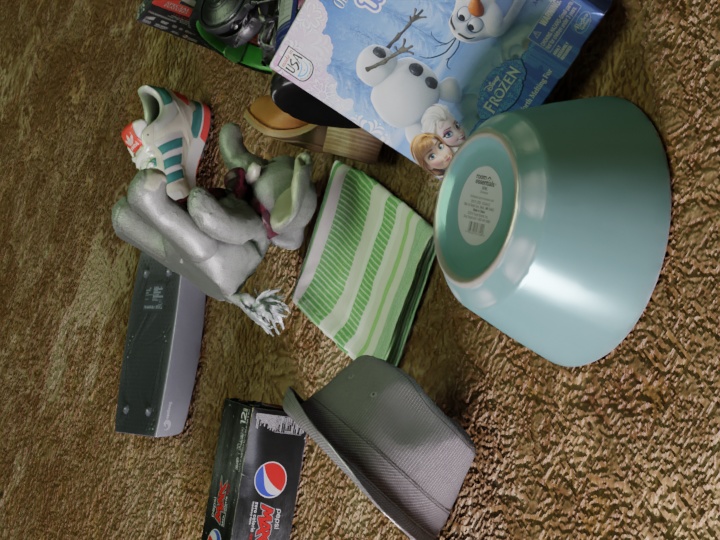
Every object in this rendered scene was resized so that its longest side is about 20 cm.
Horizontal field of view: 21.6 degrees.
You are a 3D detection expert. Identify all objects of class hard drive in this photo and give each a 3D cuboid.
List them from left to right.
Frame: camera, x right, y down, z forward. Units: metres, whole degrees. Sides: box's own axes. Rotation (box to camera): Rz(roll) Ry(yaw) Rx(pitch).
[{"bbox_3d":[-0.214,0.078,2.035,0.135,0.042,0.202,-4,77,62],"label":"hard drive"}]

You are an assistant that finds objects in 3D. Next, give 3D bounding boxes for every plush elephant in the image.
[{"bbox_3d":[-0.110,-0.060,1.742,0.155,0.199,0.165,-53,-1,-17],"label":"plush elephant"}]

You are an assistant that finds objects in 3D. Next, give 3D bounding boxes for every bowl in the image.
[{"bbox_3d":[0.125,-0.036,1.379,0.200,0.104,0.203,-26,60,56],"label":"bowl"}]

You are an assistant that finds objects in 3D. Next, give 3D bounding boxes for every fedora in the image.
[{"bbox_3d":[0.029,0.135,1.485,0.090,0.177,0.200,-47,31,-3],"label":"fedora"}]

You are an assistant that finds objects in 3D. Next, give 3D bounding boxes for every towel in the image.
[{"bbox_3d":[0.000,0.000,1.685,0.200,0.023,0.154,44,119,58],"label":"towel"}]

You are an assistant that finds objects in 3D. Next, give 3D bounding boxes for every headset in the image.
[{"bbox_3d":[-0.099,-0.225,1.812,0.095,0.123,0.200,-68,15,-17],"label":"headset"}]

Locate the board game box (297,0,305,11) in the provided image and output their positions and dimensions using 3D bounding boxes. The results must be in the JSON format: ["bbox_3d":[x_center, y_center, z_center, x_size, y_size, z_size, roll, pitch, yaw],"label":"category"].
[{"bbox_3d":[0.054,-0.301,1.526,0.198,0.043,0.201,-2,71,20],"label":"board game box"}]

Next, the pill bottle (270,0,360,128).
[{"bbox_3d":[-0.013,-0.233,1.613,0.112,0.111,0.202,-21,58,58],"label":"pill bottle"}]

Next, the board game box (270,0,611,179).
[{"bbox_3d":[0.059,-0.184,1.454,0.201,0.198,0.043,-57,0,36],"label":"board game box"}]

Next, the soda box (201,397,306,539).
[{"bbox_3d":[-0.103,0.225,1.762,0.071,0.063,0.202,8,88,62],"label":"soda box"}]

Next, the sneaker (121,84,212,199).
[{"bbox_3d":[-0.220,-0.109,2.020,0.070,0.093,0.202,-28,45,46],"label":"sneaker"}]

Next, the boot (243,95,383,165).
[{"bbox_3d":[-0.027,-0.187,1.733,0.199,0.076,0.157,18,94,59],"label":"boot"}]

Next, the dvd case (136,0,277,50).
[{"bbox_3d":[-0.116,-0.275,1.861,0.200,0.145,0.022,-36,41,53],"label":"dvd case"}]
